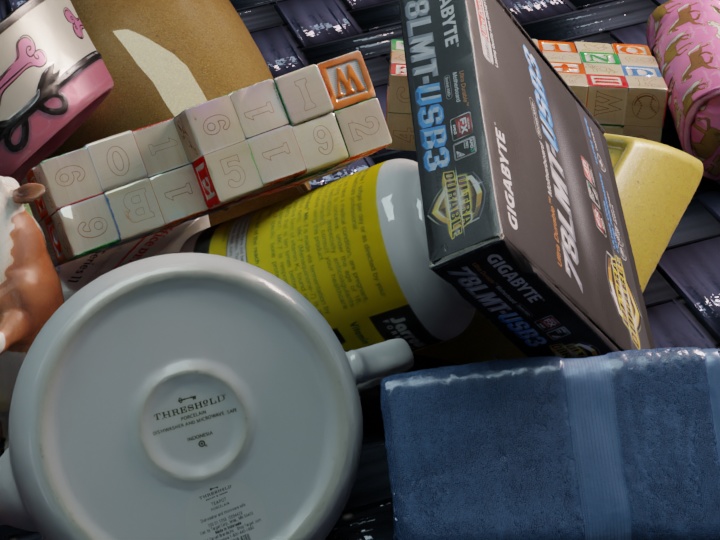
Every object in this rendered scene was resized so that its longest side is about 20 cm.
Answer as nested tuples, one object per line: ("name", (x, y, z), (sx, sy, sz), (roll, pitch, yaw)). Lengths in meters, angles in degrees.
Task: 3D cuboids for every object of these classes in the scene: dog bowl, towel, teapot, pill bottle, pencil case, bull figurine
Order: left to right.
("dog bowl", (-0.242, -0.090, 1.146), (0.200, 0.074, 0.200), (-42, 6, 6))
("bull figurine", (-0.205, 0.042, 1.022), (0.065, 0.201, 0.122), (5, 43, 21))
("teapot", (-0.093, 0.087, 0.958), (0.199, 0.198, 0.146), (26, -12, -5))
("pill bottle", (0.000, 0.000, 1.060), (0.199, 0.115, 0.114), (-20, 25, 22))
("towel", (0.110, 0.099, 0.920), (0.199, 0.112, 0.049), (-3, -16, -5))
("pencil case", (0.265, -0.140, 1.315), (0.082, 0.087, 0.200), (-19, 29, 10))

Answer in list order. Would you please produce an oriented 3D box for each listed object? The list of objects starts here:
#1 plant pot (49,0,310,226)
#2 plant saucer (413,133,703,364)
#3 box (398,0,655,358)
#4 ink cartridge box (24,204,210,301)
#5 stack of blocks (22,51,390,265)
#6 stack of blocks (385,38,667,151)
("plant pot", (-0.120, -0.086, 1.266), (0.186, 0.187, 0.200), (-22, 47, -22))
("plant saucer", (0.095, -0.030, 1.148), (0.199, 0.049, 0.200), (11, 52, 31))
("box", (0.094, -0.044, 0.986), (0.050, 0.198, 0.201), (-22, 51, 21))
("ink cartridge box", (-0.169, 0.010, 1.153), (0.199, 0.068, 0.117), (5, 32, 23))
("stack of blocks", (-0.096, -0.066, 1.077), (0.199, 0.059, 0.115), (-20, 1, -19))
("stack of blocks", (0.119, -0.129, 1.313), (0.199, 0.059, 0.115), (3, 23, 0))
